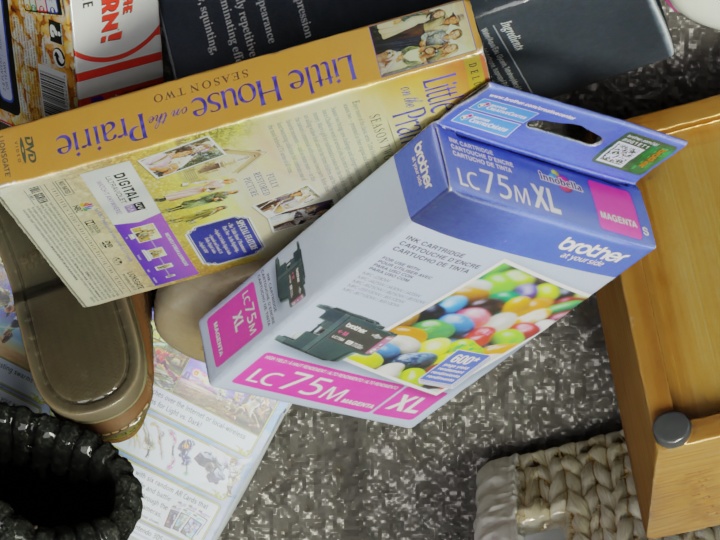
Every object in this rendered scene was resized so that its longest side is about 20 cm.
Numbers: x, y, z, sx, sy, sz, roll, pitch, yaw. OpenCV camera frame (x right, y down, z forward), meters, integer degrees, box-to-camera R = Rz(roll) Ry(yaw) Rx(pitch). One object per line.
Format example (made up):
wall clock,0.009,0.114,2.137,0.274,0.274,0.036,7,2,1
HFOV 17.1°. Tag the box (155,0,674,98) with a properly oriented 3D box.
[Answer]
box,0.015,-0.143,1.033,0.199,0.107,0.149,-18,70,11

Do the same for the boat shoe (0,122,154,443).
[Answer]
boat shoe,-0.137,-0.016,1.121,0.072,0.068,0.201,-8,70,4

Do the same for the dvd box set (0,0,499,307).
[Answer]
dvd box set,-0.040,-0.045,0.989,0.199,0.146,0.029,-16,69,4

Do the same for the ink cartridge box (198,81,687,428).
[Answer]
ink cartridge box,0.036,-0.001,1.017,0.119,0.042,0.200,14,138,-37

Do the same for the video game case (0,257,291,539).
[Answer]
video game case,-0.158,0.083,1.191,0.200,0.045,0.182,28,102,-8

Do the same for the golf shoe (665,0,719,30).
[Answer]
golf shoe,0.234,-0.128,1.071,0.199,0.092,0.076,2,113,4

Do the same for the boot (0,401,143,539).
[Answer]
boot,-0.207,0.122,1.094,0.210,0.080,0.158,0,153,-9

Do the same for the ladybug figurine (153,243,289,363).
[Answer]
ladybug figurine,0.000,0.000,1.126,0.199,0.072,0.136,1,156,-19

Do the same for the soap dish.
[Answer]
soap dish,0.184,0.007,1.077,0.157,0.200,0.081,-14,151,9

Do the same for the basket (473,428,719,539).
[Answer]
basket,0.159,0.191,1.148,0.160,0.198,0.200,-21,112,12

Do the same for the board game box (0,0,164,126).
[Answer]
board game box,-0.162,-0.146,1.039,0.046,0.200,0.152,-19,119,-35
